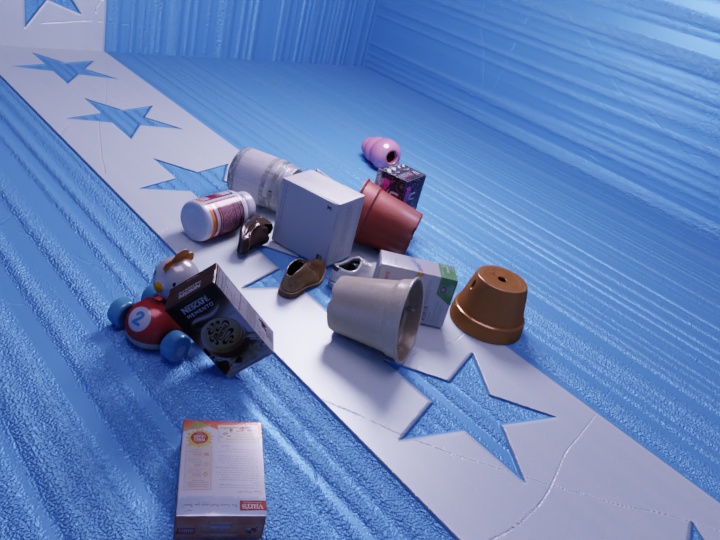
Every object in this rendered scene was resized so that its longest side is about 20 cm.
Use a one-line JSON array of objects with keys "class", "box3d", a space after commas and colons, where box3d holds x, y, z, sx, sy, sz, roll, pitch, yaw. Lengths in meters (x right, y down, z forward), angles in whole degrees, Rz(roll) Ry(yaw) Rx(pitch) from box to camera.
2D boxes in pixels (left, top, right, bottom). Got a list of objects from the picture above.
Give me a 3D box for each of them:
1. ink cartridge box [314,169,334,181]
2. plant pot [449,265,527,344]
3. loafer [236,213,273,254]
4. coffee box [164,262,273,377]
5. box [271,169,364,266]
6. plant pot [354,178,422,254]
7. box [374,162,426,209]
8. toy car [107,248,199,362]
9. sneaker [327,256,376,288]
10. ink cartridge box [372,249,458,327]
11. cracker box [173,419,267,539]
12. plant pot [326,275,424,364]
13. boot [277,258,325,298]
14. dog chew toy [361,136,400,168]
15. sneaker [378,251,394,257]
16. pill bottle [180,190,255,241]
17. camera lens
[{"class": "ink cartridge box", "box3d": [-0.085, -0.225, 1.962, 0.145, 0.084, 0.200, 37, 5, 2]}, {"class": "plant pot", "box3d": [0.349, 0.079, 1.687, 0.200, 0.140, 0.200, 12, 29, -7]}, {"class": "loafer", "box3d": [-0.284, -0.102, 1.763, 0.071, 0.073, 0.200, 15, 29, 1]}, {"class": "coffee box", "box3d": [-0.270, 0.100, 1.255, 0.113, 0.200, 0.080, -30, 30, 9]}, {"class": "box", "box3d": [-0.120, -0.146, 1.792, 0.200, 0.199, 0.131, 29, 31, 23]}, {"class": "plant pot", "box3d": [0.068, -0.142, 1.907, 0.195, 0.201, 0.201, 26, 29, 2]}, {"class": "box", "box3d": [0.109, -0.224, 2.044, 0.115, 0.200, 0.132, 28, 31, 24]}, {"class": "toy car", "box3d": [-0.392, 0.045, 1.312, 0.184, 0.200, 0.177, 27, 30, 21]}, {"class": "sneaker", "box3d": [0.000, 0.000, 1.725, 0.073, 0.071, 0.200, 35, 34, 32]}, {"class": "ink cartridge box", "box3d": [0.127, 0.046, 1.627, 0.200, 0.145, 0.088, 11, 28, -7]}, {"class": "cracker box", "box3d": [-0.225, 0.331, 1.034, 0.134, 0.058, 0.200, 6, 29, -15]}, {"class": "plant pot", "box3d": [0.030, 0.095, 1.475, 0.183, 0.201, 0.200, 12, 26, 19]}, {"class": "boot", "box3d": [-0.139, 0.001, 1.653, 0.074, 0.076, 0.200, 22, 28, 15]}, {"class": "dog chew toy", "box3d": [0.073, -0.479, 2.579, 0.124, 0.125, 0.200, -4, 26, -32]}, {"class": "sneaker", "box3d": [0.119, 0.017, 1.735, 0.200, 0.083, 0.071, 40, 5, 21]}, {"class": "pill bottle", "box3d": [-0.385, -0.157, 1.771, 0.113, 0.113, 0.200, 29, 31, 23]}, {"class": "camera lens", "box3d": [-0.297, -0.279, 1.982, 0.200, 0.160, 0.160, 21, 29, 11]}]
